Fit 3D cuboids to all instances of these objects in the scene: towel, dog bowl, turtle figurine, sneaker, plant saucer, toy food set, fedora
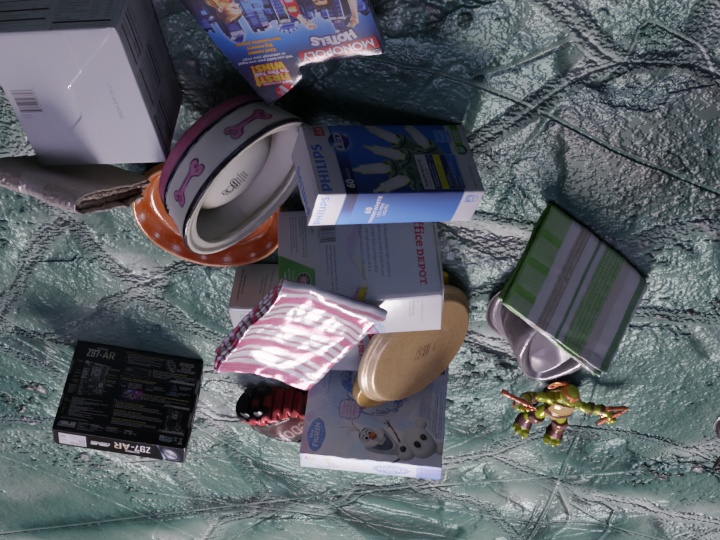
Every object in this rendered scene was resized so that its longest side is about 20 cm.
[{"bbox_3d":[0.272,0.026,1.584,0.200,0.150,0.031,35,166,-28],"label":"towel"},{"bbox_3d":[-0.076,0.083,1.514,0.146,0.030,0.200,15,141,-27],"label":"towel"},{"bbox_3d":[-0.342,-0.105,1.467,0.132,0.200,0.035,19,103,14],"label":"towel"},{"bbox_3d":[-0.147,-0.116,1.432,0.074,0.200,0.200,44,145,16],"label":"dog bowl"},{"bbox_3d":[0.284,0.204,1.859,0.199,0.065,0.161,6,151,-13],"label":"turtle figurine"},{"bbox_3d":[-0.090,0.222,1.941,0.200,0.071,0.098,-7,140,21],"label":"sneaker"},{"bbox_3d":[-0.193,-0.078,1.604,0.199,0.032,0.201,4,142,3],"label":"plant saucer"},{"bbox_3d":[0.071,0.097,1.690,0.198,0.049,0.200,-32,143,-22],"label":"toy food set"},{"bbox_3d":[0.259,0.085,1.688,0.176,0.091,0.200,17,141,-12],"label":"fedora"}]

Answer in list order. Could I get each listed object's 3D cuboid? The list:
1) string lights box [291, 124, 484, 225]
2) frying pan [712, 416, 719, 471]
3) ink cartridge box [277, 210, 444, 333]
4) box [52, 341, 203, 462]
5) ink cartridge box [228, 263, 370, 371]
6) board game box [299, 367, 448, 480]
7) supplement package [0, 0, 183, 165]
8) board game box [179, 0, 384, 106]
[{"bbox_3d":[0.030,-0.110,1.419,0.199,0.103,0.059,-3,146,-20],"label":"string lights box"},{"bbox_3d":[0.576,0.262,1.918,0.115,0.031,0.190,27,136,-21],"label":"frying pan"},{"bbox_3d":[0.000,0.000,1.555,0.199,0.146,0.088,-5,144,1],"label":"ink cartridge box"},{"bbox_3d":[-0.348,0.197,1.879,0.199,0.161,0.044,9,141,-3],"label":"box"},{"bbox_3d":[-0.070,0.067,1.726,0.199,0.083,0.146,2,142,7],"label":"ink cartridge box"},{"bbox_3d":[0.023,0.193,1.776,0.198,0.201,0.043,6,144,2],"label":"board game box"},{"bbox_3d":[-0.302,-0.224,1.369,0.155,0.111,0.200,0,141,10],"label":"supplement package"},{"bbox_3d":[-0.080,-0.270,1.313,0.199,0.062,0.200,-5,142,16],"label":"board game box"}]
